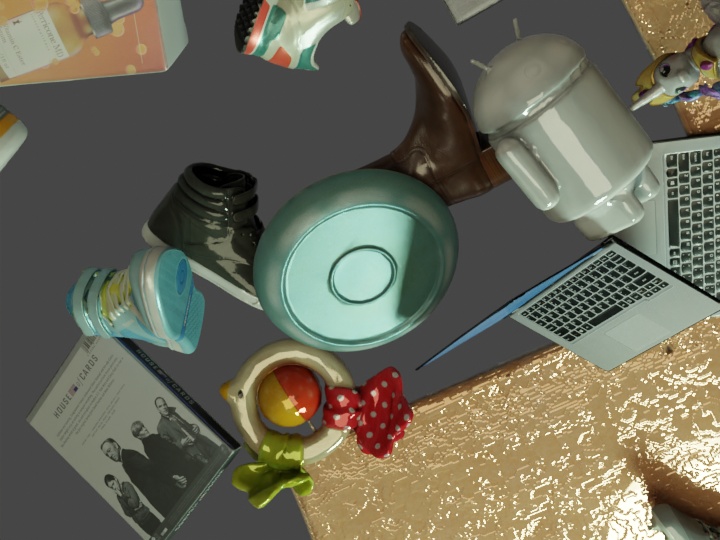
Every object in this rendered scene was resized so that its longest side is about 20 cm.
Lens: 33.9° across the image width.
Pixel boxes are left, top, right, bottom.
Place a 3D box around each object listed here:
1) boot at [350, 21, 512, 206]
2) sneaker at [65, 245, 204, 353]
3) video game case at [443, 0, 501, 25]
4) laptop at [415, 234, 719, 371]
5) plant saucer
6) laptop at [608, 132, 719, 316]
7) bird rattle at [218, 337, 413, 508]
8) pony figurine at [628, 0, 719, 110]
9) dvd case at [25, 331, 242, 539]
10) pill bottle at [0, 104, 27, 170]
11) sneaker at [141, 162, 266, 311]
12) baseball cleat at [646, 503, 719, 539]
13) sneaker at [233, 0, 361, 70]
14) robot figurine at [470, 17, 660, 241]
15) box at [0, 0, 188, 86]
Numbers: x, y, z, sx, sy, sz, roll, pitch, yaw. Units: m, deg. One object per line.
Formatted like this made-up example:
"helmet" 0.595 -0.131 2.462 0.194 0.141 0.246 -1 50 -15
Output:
"boot" 0.017 -0.107 1.099 0.199 0.064 0.187 -27 112 18
"sneaker" -0.224 0.024 1.109 0.130 0.200 0.080 10 69 4
"video game case" 0.098 -0.334 1.018 0.142 0.019 0.200 -28 109 13
"laptop" 0.190 0.061 1.089 0.199 0.116 0.187 29 149 -11
"plant saucer" 0.000 0.000 1.102 0.199 0.027 0.201 -7 125 -11
"laptop" 0.336 -0.020 1.086 0.199 0.116 0.188 -6 113 5
"bird rattle" -0.053 0.145 1.195 0.200 0.113 0.163 -35 92 13
"pony figurine" 0.320 -0.211 0.967 0.167 0.200 0.193 46 73 -9
"dvd case" -0.235 0.165 1.206 0.200 0.025 0.150 42 111 11
"pill bottle" -0.412 -0.147 1.065 0.200 0.116 0.116 39 110 -14
"sneaker" -0.102 -0.032 1.128 0.199 0.071 0.099 27 117 -5
"baseball cleat" 0.395 0.292 1.265 0.106 0.070 0.200 -43 116 11
"sneaker" -0.033 -0.266 1.034 0.093 0.070 0.200 19 112 -26
"robot figurine" 0.175 -0.123 1.033 0.113 0.170 0.200 -29 104 45
"box" -0.264 -0.249 1.020 0.199 0.106 0.153 -5 114 4
